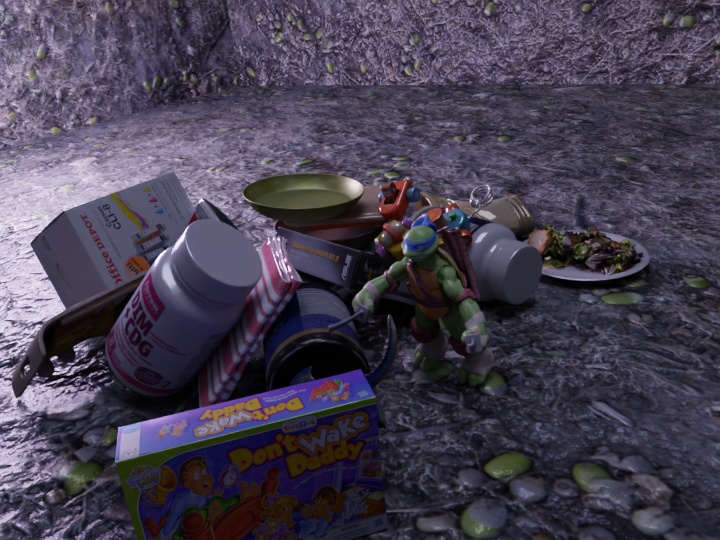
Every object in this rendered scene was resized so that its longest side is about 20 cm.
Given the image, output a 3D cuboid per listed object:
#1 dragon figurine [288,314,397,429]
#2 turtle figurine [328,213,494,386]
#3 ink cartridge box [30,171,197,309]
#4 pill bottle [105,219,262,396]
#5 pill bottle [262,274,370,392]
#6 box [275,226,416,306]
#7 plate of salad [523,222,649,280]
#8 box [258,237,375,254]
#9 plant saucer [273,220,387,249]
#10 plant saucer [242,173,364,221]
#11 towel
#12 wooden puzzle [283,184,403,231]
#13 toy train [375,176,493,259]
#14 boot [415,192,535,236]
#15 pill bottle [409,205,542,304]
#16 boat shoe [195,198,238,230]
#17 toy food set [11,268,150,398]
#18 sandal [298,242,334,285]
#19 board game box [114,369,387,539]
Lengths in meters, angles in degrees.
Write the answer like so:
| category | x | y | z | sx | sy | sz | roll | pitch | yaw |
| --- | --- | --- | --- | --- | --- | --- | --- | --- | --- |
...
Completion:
| category | x | y | z | sx | sy | sz | roll | pitch | yaw |
| --- | --- | --- | --- | --- | --- | --- | --- | --- | --- |
| dragon figurine | -0.034 | 0.128 | 0.585 | 0.098 | 0.202 | 0.059 | 10 | 35 | -21 |
| turtle figurine | 0.065 | 0.064 | 0.684 | 0.142 | 0.195 | 0.202 | -14 | 45 | 16 |
| ink cartridge box | -0.356 | -0.033 | 0.976 | 0.144 | 0.147 | 0.199 | -24 | 8 | 42 |
| pill bottle | -0.201 | 0.044 | 0.734 | 0.112 | 0.200 | 0.114 | 29 | 33 | -21 |
| pill bottle | -0.058 | 0.083 | 0.745 | 0.110 | 0.114 | 0.200 | -9 | 23 | -8 |
| box | 0.000 | 0.000 | 0.879 | 0.157 | 0.049 | 0.199 | 19 | 1 | 42 |
| plate of salad | 0.344 | -0.036 | 1.001 | 0.197 | 0.049 | 0.201 | -5 | 23 | 2 |
| box | -0.074 | -0.023 | 1.081 | 0.197 | 0.037 | 0.145 | -3 | 24 | 3 |
| plant saucer | -0.048 | -0.072 | 1.103 | 0.197 | 0.035 | 0.201 | -5 | 22 | 2 |
| plant saucer | -0.091 | -0.117 | 1.040 | 0.196 | 0.032 | 0.201 | 0 | 23 | 0 |
| towel | -0.134 | 0.065 | 0.753 | 0.030 | 0.201 | 0.147 | 28 | 13 | -22 |
| wooden puzzle | -0.026 | -0.107 | 1.102 | 0.196 | 0.038 | 0.186 | 1 | 23 | 2 |
| toy train | 0.083 | -0.088 | 0.921 | 0.198 | 0.056 | 0.152 | 4 | 61 | 44 |
| boot | 0.199 | -0.101 | 1.147 | 0.153 | 0.074 | 0.200 | -15 | 27 | -19 |
| pill bottle | 0.158 | -0.021 | 0.930 | 0.110 | 0.113 | 0.199 | -21 | 28 | -31 |
| boat shoe | -0.202 | -0.020 | 0.954 | 0.064 | 0.203 | 0.074 | -34 | -19 | 5 |
| toy food set | -0.335 | 0.083 | 0.821 | 0.143 | 0.061 | 0.199 | -39 | -2 | 43 |
| sandal | -0.116 | 0.007 | 0.984 | 0.197 | 0.076 | 0.045 | -11 | 20 | 7 |
| board game box | -0.082 | 0.171 | 0.523 | 0.197 | 0.136 | 0.045 | -12 | 24 | -13 |
